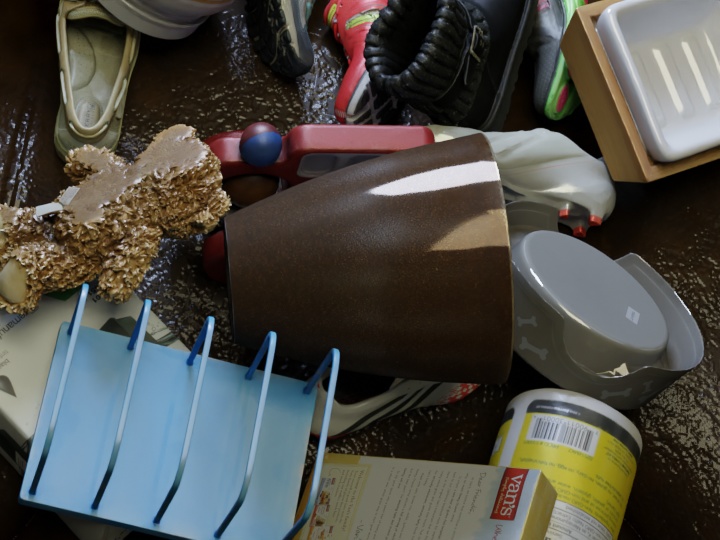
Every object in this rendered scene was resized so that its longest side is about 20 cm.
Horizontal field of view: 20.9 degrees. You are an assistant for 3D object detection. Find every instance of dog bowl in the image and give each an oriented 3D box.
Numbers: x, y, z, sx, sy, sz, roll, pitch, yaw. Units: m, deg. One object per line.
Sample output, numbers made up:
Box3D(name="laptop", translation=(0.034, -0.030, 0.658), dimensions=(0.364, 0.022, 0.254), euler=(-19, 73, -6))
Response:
Box3D(name="dog bowl", translation=(0.178, 0.031, 1.570), dimensions=(0.199, 0.059, 0.201), euler=(27, 28, -16))

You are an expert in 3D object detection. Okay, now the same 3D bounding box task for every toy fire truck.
Box3D(name="toy fire truck", translation=(-0.051, -0.071, 1.553), dimensions=(0.198, 0.168, 0.113), euler=(2, 64, -12))

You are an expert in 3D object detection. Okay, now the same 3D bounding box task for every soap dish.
Box3D(name="soap dish", translation=(0.272, -0.165, 1.686), dimensions=(0.199, 0.081, 0.159), euler=(-19, 84, -37))

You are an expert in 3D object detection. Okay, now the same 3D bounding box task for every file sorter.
Box3D(name="file sorter", translation=(-0.126, 0.105, 1.386), dimensions=(0.198, 0.123, 0.140), euler=(14, 64, -9))

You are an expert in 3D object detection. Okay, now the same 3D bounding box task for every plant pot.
Box3D(name="plant pot", translation=(0.000, 0.000, 1.448), dimensions=(0.198, 0.187, 0.189), euler=(-5, 66, -6))

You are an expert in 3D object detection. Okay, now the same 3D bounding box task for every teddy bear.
Box3D(name="teddy bear", translation=(-0.195, -0.032, 1.463), dimensions=(0.200, 0.067, 0.145), euler=(-38, 47, -25))

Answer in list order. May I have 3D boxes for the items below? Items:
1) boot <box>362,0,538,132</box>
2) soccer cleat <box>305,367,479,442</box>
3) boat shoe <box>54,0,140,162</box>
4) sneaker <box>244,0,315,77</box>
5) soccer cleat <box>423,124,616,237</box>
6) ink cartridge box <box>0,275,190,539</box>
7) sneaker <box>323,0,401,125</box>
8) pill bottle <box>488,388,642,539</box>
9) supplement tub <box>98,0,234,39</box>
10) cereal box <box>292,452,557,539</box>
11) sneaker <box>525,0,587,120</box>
Box3D(name="boot", translation=(0.079, -0.221, 1.644), dimensions=(0.079, 0.158, 0.213), euler=(-3, 69, 32))
Box3D(name="soccer cleat", translation=(0.039, 0.076, 1.551), dimensions=(0.199, 0.085, 0.069), euler=(-20, 71, -21))
Box3D(name="boat shoe", translation=(-0.220, -0.186, 1.627), dimensions=(0.072, 0.063, 0.202), euler=(9, 64, -9))
Box3D(name="sneaker", translation=(-0.056, -0.262, 1.696), dimensions=(0.085, 0.078, 0.202), euler=(-4, 68, -21))
Box3D(name="soccer cleat", translation=(0.127, -0.091, 1.652), dimensions=(0.198, 0.069, 0.078), euler=(18, 64, -21))
Box3D(name="ink cartridge box", translation=(-0.210, 0.091, 1.487), dimensions=(0.200, 0.083, 0.146), euler=(45, 64, 8))
Box3D(name="sneaker", translation=(0.005, -0.202, 1.695), dimensions=(0.084, 0.077, 0.201), euler=(10, 57, 14))
Box3D(name="pill bottle", translation=(0.139, 0.203, 1.498), dimensions=(0.113, 0.114, 0.201), euler=(22, 63, -2))
Box3D(name="supplement tub", translation=(-0.132, -0.302, 1.603), dimensions=(0.144, 0.200, 0.145), euler=(26, 39, -23))
Box3D(name="cereal box", translation=(0.036, 0.211, 1.448), dimensions=(0.198, 0.040, 0.145), euler=(2, 57, 32))
Box3D(name="sneaker", translation=(0.160, -0.225, 1.740), dimensions=(0.083, 0.077, 0.202), euler=(-10, 71, 23))
